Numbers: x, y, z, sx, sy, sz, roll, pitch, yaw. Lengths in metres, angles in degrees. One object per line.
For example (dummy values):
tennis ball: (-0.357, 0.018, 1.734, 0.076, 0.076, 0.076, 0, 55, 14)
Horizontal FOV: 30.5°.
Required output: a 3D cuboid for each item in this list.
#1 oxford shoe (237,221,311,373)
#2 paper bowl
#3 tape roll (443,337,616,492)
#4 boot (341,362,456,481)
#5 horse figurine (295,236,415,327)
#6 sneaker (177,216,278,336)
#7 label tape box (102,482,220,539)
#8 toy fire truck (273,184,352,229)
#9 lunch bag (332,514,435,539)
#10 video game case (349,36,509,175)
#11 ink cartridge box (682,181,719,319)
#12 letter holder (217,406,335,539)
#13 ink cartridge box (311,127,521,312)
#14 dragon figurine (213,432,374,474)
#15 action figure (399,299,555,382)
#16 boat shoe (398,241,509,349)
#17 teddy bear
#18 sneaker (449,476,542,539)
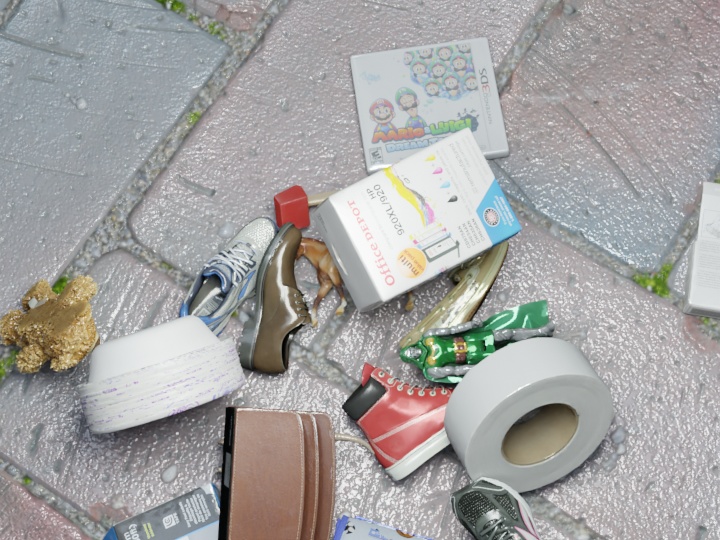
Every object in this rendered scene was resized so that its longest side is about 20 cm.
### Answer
oxford shoe: (-0.097, 0.038, 1.731, 0.084, 0.073, 0.200, 12, 92, 13)
paper bowl: (-0.252, 0.123, 1.635, 0.200, 0.201, 0.105, -19, 91, -5)
tape roll: (0.206, 0.179, 1.617, 0.202, 0.203, 0.071, -24, 43, -6)
boot: (0.082, 0.153, 1.685, 0.200, 0.072, 0.144, -35, 89, -7)
horse figurine: (0.000, 0.000, 1.759, 0.200, 0.050, 0.133, -12, 55, 6)
sneaker: (-0.171, 0.009, 1.748, 0.077, 0.085, 0.200, 30, 75, 11)
label tape box: (-0.246, 0.371, 1.640, 0.200, 0.066, 0.143, -23, 73, -8)
toy fire truck: (0.000, -0.083, 1.777, 0.200, 0.049, 0.141, -20, 37, -22)
lunch bag: (0.027, 0.409, 1.591, 0.170, 0.124, 0.200, 17, 67, 4)
video game case: (0.095, -0.231, 1.853, 0.200, 0.024, 0.182, -8, 71, -1)
ink cartridge box: (0.540, -0.015, 1.757, 0.200, 0.045, 0.177, 10, 73, 4)
letter holder: (-0.092, 0.266, 1.576, 0.142, 0.101, 0.200, 5, 84, -11)
ink cartridge box: (0.065, -0.059, 1.639, 0.200, 0.145, 0.147, -27, 88, -13)
dragon figurine: (-0.089, 0.222, 1.682, 0.200, 0.099, 0.059, -9, 85, -11)
action figure: (0.148, 0.099, 1.666, 0.200, 0.055, 0.118, -6, 67, -4)
boat shoe: (0.127, 0.035, 1.737, 0.063, 0.073, 0.200, 32, 76, 9)
teddy bear: (-0.396, 0.072, 1.711, 0.200, 0.067, 0.145, -4, 47, 40)
sneaker: (0.189, 0.335, 1.586, 0.080, 0.086, 0.200, -43, 98, 11)
